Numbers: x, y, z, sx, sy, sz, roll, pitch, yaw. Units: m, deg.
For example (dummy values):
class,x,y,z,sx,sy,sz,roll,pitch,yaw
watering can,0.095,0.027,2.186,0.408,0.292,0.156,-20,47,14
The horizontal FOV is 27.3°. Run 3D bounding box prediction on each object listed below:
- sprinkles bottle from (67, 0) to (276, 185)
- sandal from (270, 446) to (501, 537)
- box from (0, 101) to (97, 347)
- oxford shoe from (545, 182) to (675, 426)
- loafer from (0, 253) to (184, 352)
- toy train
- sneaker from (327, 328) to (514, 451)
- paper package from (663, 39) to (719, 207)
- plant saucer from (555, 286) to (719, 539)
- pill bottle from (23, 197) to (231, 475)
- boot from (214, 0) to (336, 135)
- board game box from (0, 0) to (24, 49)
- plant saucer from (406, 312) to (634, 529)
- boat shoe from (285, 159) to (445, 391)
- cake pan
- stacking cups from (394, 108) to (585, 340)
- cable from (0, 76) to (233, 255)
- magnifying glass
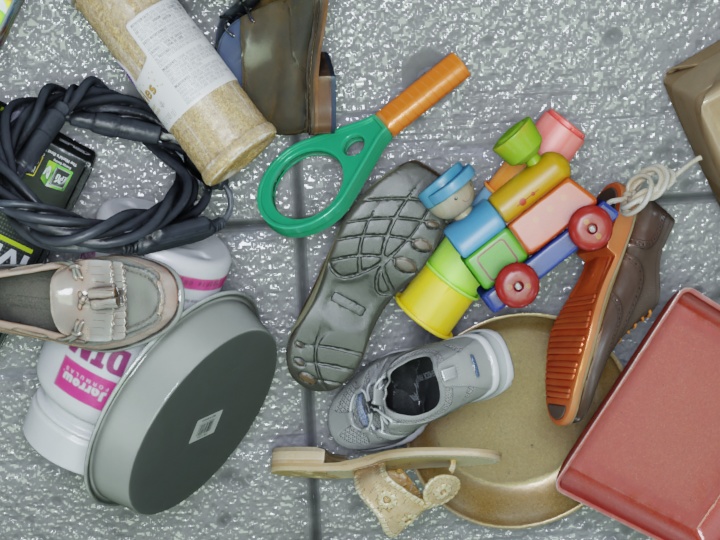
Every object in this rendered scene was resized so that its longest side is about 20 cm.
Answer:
class,x,y,z,sx,sy,sz,roll,pitch,yaw
sprinkles bottle,-0.146,-0.161,1.097,0.068,0.068,0.201,-38,88,9
sandal,0.019,0.184,1.222,0.209,0.077,0.071,-3,75,27
box,-0.337,-0.052,1.164,0.198,0.048,0.195,28,104,-14
oxford shoe,0.206,0.035,1.201,0.072,0.071,0.203,20,85,-18
loafer,-0.223,0.024,1.094,0.198,0.063,0.073,-1,89,31
toy train,0.149,-0.070,1.135,0.199,0.085,0.116,-38,97,3
sneaker,0.029,0.096,1.191,0.199,0.081,0.076,-34,71,44
paper package,0.368,-0.106,1.174,0.189,0.104,0.201,-30,109,5
plant saucer,0.280,0.131,1.261,0.199,0.037,0.201,28,99,-28
pill bottle,-0.190,0.055,1.178,0.112,0.114,0.202,22,107,-12
boot,-0.072,-0.195,1.120,0.095,0.075,0.203,-7,112,-5
board game box,-0.286,-0.233,1.073,0.102,0.105,0.202,27,105,-13
plant saucer,0.134,0.125,1.272,0.197,0.036,0.203,-2,110,-4
boat shoe,0.000,0.000,1.198,0.075,0.074,0.201,32,98,-8
cake pan,-0.134,0.110,1.166,0.037,0.200,0.202,34,107,21
stacking cups,0.108,-0.039,1.197,0.060,0.061,0.201,32,104,-15
cable,-0.195,-0.078,1.089,0.164,0.199,0.051,54,132,19
magnifying glass,0.003,-0.101,1.170,0.199,0.080,0.022,-40,143,1
